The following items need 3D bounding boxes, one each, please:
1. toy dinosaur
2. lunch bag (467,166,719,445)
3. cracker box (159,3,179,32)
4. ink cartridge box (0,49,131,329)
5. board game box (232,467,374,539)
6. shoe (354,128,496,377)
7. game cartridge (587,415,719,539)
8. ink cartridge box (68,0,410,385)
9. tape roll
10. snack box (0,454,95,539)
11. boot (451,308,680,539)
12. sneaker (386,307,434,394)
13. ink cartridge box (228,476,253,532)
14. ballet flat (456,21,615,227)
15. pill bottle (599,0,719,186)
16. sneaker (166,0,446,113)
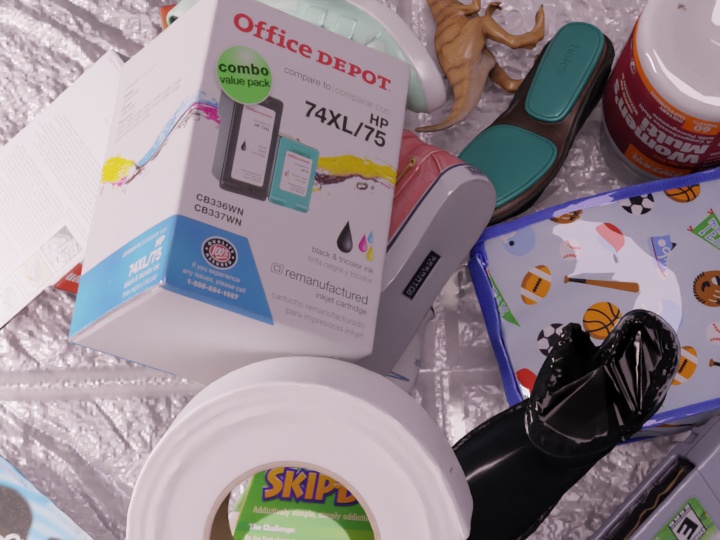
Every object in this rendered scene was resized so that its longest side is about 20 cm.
[{"bbox_3d":[0.081,-0.151,1.381,0.106,0.061,0.200,0,48,-5],"label":"toy dinosaur"},{"bbox_3d":[0.184,0.033,1.309,0.199,0.124,0.171,-13,77,-14],"label":"lunch bag"},{"bbox_3d":[-0.063,-0.099,1.364,0.133,0.058,0.201,-9,74,-4],"label":"cracker box"},{"bbox_3d":[-0.207,-0.046,1.328,0.200,0.050,0.109,-40,70,11],"label":"ink cartridge box"},{"bbox_3d":[-0.039,0.190,1.211,0.095,0.030,0.201,19,80,2],"label":"board game box"},{"bbox_3d":[0.000,0.000,1.273,0.091,0.071,0.200,37,90,40],"label":"shoe"},{"bbox_3d":[0.203,0.209,1.265,0.200,0.133,0.040,-45,36,-11],"label":"game cartridge"},{"bbox_3d":[-0.075,-0.044,1.198,0.146,0.146,0.201,19,65,-26],"label":"ink cartridge box"},{"bbox_3d":[-0.035,0.155,1.134,0.202,0.071,0.203,1,100,6],"label":"tape roll"},{"bbox_3d":[-0.208,0.232,1.273,0.200,0.037,0.116,40,76,8],"label":"snack box"},{"bbox_3d":[0.108,0.103,1.160,0.200,0.168,0.076,-38,77,0],"label":"boot"},{"bbox_3d":[-0.050,0.048,1.318,0.199,0.075,0.087,6,79,-1],"label":"sneaker"},{"bbox_3d":[0.000,0.215,1.264,0.200,0.084,0.146,30,76,6],"label":"ink cartridge box"},{"bbox_3d":[0.124,-0.088,1.350,0.068,0.068,0.200,27,64,26],"label":"ballet flat"},{"bbox_3d":[0.227,-0.124,1.312,0.109,0.200,0.110,1,74,-3],"label":"pill bottle"},{"bbox_3d":[-0.042,-0.142,1.299,0.200,0.074,0.118,38,69,25],"label":"sneaker"}]
